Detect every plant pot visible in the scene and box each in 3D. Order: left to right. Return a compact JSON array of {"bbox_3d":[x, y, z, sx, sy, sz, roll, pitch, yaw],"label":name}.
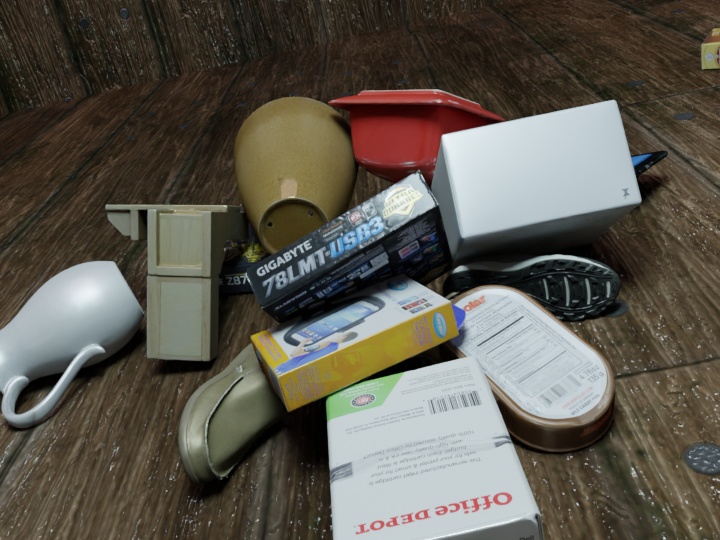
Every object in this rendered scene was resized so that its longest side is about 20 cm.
[{"bbox_3d":[-0.088,-0.104,1.022,0.182,0.189,0.202,-11,34,4],"label":"plant pot"}]

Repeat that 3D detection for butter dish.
[{"bbox_3d":[0.077,-0.162,1.047,0.197,0.151,0.198,8,7,34],"label":"butter dish"}]

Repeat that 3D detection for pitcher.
[{"bbox_3d":[-0.366,0.090,0.946,0.198,0.122,0.172,-32,52,-15],"label":"pitcher"}]

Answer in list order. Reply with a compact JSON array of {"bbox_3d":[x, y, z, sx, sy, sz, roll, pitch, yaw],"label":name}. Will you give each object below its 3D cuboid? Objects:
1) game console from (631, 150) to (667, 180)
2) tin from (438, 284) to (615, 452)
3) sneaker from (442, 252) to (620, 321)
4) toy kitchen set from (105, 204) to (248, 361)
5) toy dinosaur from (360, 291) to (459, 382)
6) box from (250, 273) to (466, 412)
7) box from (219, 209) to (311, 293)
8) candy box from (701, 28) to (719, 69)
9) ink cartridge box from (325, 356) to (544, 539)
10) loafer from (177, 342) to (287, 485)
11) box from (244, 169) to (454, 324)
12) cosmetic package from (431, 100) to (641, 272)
[{"bbox_3d":[0.302,-0.169,1.084,0.198,0.176,0.118,-4,51,47],"label":"game console"},{"bbox_3d":[0.154,0.085,0.724,0.111,0.042,0.200,-25,43,-21],"label":"tin"},{"bbox_3d":[0.196,0.008,0.872,0.196,0.075,0.079,1,24,27],"label":"sneaker"},{"bbox_3d":[-0.247,0.006,0.995,0.159,0.185,0.200,2,5,5],"label":"toy kitchen set"},{"bbox_3d":[0.091,0.075,0.804,0.196,0.059,0.102,-6,28,15],"label":"toy dinosaur"},{"bbox_3d":[0.001,0.058,0.729,0.197,0.042,0.119,-24,19,-14],"label":"box"},{"bbox_3d":[-0.140,-0.036,1.140,0.158,0.050,0.201,-2,28,13],"label":"box"},{"bbox_3d":[0.789,-0.444,1.503,0.197,0.057,0.117,5,32,36],"label":"candy box"},{"bbox_3d":[0.051,0.168,0.605,0.142,0.086,0.201,-13,25,2],"label":"ink cartridge box"},{"bbox_3d":[-0.115,0.133,0.764,0.066,0.077,0.201,-9,26,23],"label":"loafer"},{"bbox_3d":[0.000,0.000,0.807,0.198,0.199,0.050,-30,70,2],"label":"box"},{"bbox_3d":[0.193,-0.092,0.900,0.195,0.126,0.200,-11,-9,0],"label":"cosmetic package"}]
